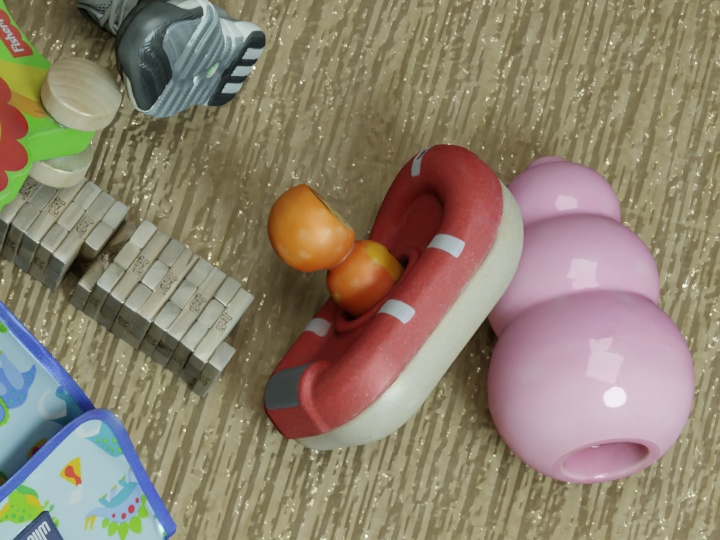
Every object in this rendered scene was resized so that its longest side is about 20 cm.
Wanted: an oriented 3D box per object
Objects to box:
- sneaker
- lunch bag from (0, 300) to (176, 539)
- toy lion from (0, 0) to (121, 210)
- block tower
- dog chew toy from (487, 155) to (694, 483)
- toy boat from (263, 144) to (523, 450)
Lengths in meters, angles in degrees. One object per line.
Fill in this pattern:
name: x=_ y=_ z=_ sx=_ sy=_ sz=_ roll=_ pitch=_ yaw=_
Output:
sneaker: x=-0.136 y=-0.149 z=1.620 sx=0.115 sy=0.200 sz=0.075 roll=35 pitch=96 yaw=10
lunch bag: x=-0.222 y=0.129 z=1.522 sx=0.200 sy=0.127 sz=0.170 roll=49 pitch=64 yaw=-7
toy lion: x=-0.247 y=-0.108 z=1.547 sx=0.191 sy=0.069 sz=0.200 roll=-14 pitch=59 yaw=-42
block tower: x=-0.155 y=-0.009 z=1.621 sx=0.200 sy=0.054 sz=0.058 roll=36 pitch=66 yaw=1
dog chew toy: x=0.129 y=0.024 z=1.648 sx=0.124 sy=0.125 sz=0.201 roll=-2 pitch=62 yaw=-15
toy boat: x=0.000 y=0.000 z=1.605 sx=0.131 sy=0.130 sz=0.200 roll=45 pitch=64 yaw=-16
